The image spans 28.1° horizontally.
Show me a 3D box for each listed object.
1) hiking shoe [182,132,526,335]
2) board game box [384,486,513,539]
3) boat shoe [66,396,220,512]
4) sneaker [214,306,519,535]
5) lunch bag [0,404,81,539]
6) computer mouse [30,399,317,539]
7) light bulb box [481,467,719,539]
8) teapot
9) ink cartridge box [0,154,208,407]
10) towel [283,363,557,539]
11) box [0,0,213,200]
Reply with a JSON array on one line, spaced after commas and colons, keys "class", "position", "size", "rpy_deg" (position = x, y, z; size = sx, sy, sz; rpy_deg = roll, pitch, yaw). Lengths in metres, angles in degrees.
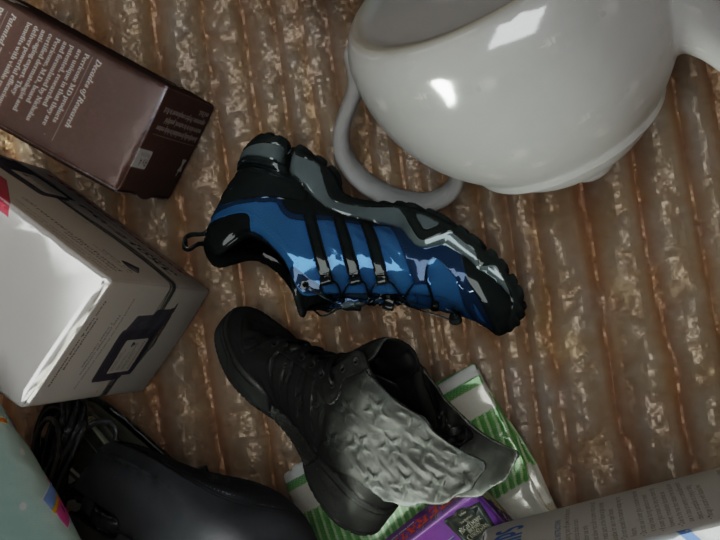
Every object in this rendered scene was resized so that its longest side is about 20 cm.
[{"class": "hiking shoe", "position": [0.000, 0.000, 0.846], "size": [0.199, 0.075, 0.087], "rpy_deg": [26, 73, 18]}, {"class": "board game box", "position": [0.025, 0.221, 0.831], "size": [0.200, 0.032, 0.120], "rpy_deg": [-40, 102, 9]}, {"class": "boat shoe", "position": [-0.107, 0.151, 0.872], "size": [0.199, 0.071, 0.064], "rpy_deg": [36, 97, 10]}, {"class": "sneaker", "position": [-0.003, 0.068, 0.821], "size": [0.200, 0.060, 0.105], "rpy_deg": [53, 124, 29]}, {"class": "lunch bag", "position": [-0.233, 0.143, 0.763], "size": [0.122, 0.200, 0.171], "rpy_deg": [-33, 100, -29]}, {"class": "computer mouse", "position": [-0.118, 0.156, 0.813], "size": [0.198, 0.053, 0.140], "rpy_deg": [11, 93, 21]}, {"class": "light bulb box", "position": [0.177, 0.210, 0.720], "size": [0.198, 0.125, 0.200], "rpy_deg": [-16, 89, 8]}, {"class": "teapot", "position": [0.095, -0.110, 0.800], "size": [0.197, 0.200, 0.147], "rpy_deg": [-40, 118, -12]}, {"class": "ink cartridge box", "position": [-0.187, 0.001, 0.822], "size": [0.144, 0.200, 0.085], "rpy_deg": [36, 93, 8]}, {"class": "towel", "position": [0.058, 0.177, 0.869], "size": [0.152, 0.023, 0.201], "rpy_deg": [-30, 86, 9]}, {"class": "box", "position": [-0.199, -0.120, 0.874], "size": [0.199, 0.100, 0.075], "rpy_deg": [30, 95, 8]}]
